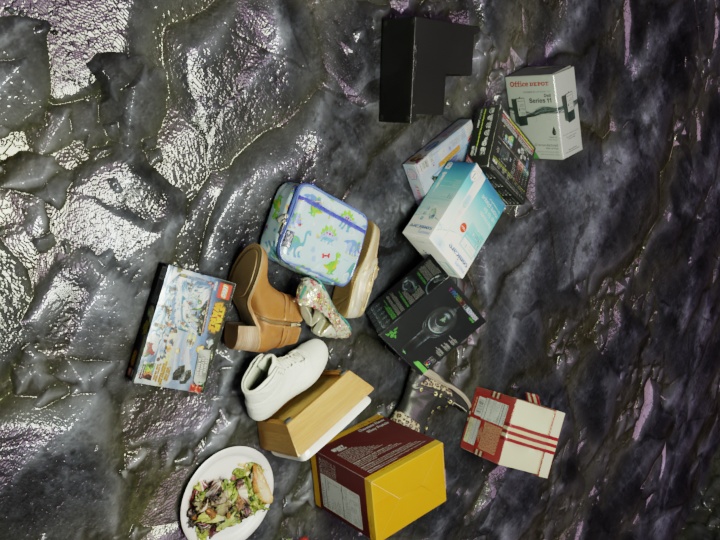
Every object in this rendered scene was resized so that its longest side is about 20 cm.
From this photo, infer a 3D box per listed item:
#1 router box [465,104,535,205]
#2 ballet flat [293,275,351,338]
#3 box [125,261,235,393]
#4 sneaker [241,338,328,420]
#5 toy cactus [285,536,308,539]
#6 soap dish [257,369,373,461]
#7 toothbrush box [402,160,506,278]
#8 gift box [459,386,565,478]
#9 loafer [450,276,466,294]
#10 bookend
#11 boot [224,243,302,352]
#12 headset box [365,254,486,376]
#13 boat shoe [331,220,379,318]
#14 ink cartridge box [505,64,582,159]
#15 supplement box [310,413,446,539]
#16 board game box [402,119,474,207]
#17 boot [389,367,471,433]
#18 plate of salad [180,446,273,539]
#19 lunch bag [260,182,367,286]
[{"bbox_3d":[0.318,-0.256,1.688,0.200,0.062,0.151,33,67,-47],"label":"router box"},{"bbox_3d":[-0.078,0.086,1.433,0.064,0.075,0.200,-56,142,-21],"label":"ballet flat"},{"bbox_3d":[-0.303,0.100,1.271,0.136,0.040,0.202,19,86,-41],"label":"box"},{"bbox_3d":[-0.137,0.180,1.388,0.200,0.073,0.116,-44,152,-26],"label":"sneaker"},{"bbox_3d":[-0.173,0.627,1.475,0.164,0.102,0.202,4,99,-23],"label":"toy cactus"},{"bbox_3d":[-0.092,0.268,1.424,0.200,0.157,0.082,-38,105,-30],"label":"soap dish"},{"bbox_3d":[0.201,-0.109,1.592,0.146,0.085,0.201,47,70,-37],"label":"toothbrush box"},{"bbox_3d":[0.373,0.386,1.840,0.186,0.200,0.186,21,89,-26],"label":"gift box"},{"bbox_3d":[0.204,0.109,1.705,0.063,0.072,0.202,19,83,-46],"label":"loafer"},{"bbox_3d":[0.142,-0.403,1.530,0.199,0.092,0.201,-10,107,-41],"label":"bookend"},{"bbox_3d":[-0.164,0.050,1.366,0.154,0.073,0.202,2,108,-46],"label":"boot"},{"bbox_3d":[0.132,0.100,1.579,0.200,0.093,0.174,-39,128,5],"label":"headset box"},{"bbox_3d":[0.000,0.000,1.504,0.069,0.073,0.202,14,96,-47],"label":"boat shoe"},{"bbox_3d":[0.429,-0.370,1.756,0.083,0.146,0.202,-27,115,-33],"label":"ink cartridge box"},{"bbox_3d":[0.035,0.414,1.526,0.196,0.199,0.134,-17,110,-38],"label":"supplement box"},{"bbox_3d":[0.199,-0.197,1.655,0.200,0.041,0.201,-40,122,-29],"label":"board game box"},{"bbox_3d":[0.157,0.316,1.700,0.200,0.073,0.151,40,71,-35],"label":"boot"},{"bbox_3d":[-0.239,0.427,1.389,0.199,0.048,0.202,-11,106,-40],"label":"plate of salad"},{"bbox_3d":[-0.084,-0.070,1.407,0.199,0.082,0.162,28,77,-42],"label":"lunch bag"}]
